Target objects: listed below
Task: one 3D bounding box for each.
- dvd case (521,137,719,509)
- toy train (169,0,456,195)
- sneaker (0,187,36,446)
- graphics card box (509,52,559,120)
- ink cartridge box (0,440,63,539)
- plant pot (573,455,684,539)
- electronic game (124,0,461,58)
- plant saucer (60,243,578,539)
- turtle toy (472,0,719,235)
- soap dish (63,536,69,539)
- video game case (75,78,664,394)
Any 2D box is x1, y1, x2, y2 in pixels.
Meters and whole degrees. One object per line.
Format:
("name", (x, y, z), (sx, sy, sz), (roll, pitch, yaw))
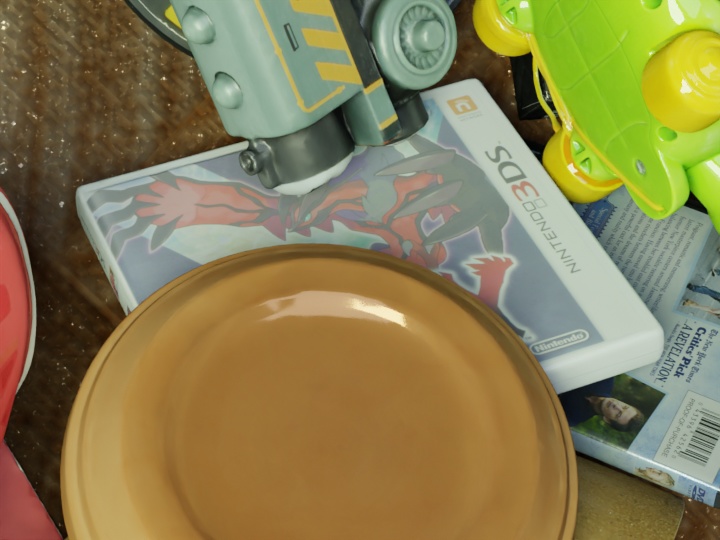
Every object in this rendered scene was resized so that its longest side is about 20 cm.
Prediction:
("dvd case", (0.097, 0.012, 0.936), (0.200, 0.018, 0.143), (21, 55, 17))
("toy train", (-0.036, -0.131, 0.893), (0.114, 0.085, 0.200), (-37, 117, -31))
("sneaker", (-0.149, 0.070, 0.757), (0.078, 0.116, 0.200), (-3, 119, -17))
("graphics card box", (0.167, -0.144, 1.021), (0.200, 0.051, 0.126), (-7, 85, -15))
("ink cartridge box", (-0.221, 0.114, 0.879), (0.175, 0.084, 0.200), (-32, 91, -16))
("plant pot", (0.006, 0.128, 0.894), (0.200, 0.186, 0.187), (30, 77, 4))
("electronic game", (-0.032, -0.186, 0.980), (0.200, 0.042, 0.200), (1, 85, -10))
("plant saucer", (-0.013, 0.071, 0.798), (0.200, 0.037, 0.200), (4, 58, -6))
("turtle toy", (0.139, -0.088, 0.911), (0.101, 0.146, 0.200), (-24, 85, -23))
("soap dish", (-0.084, 0.213, 0.800), (0.200, 0.081, 0.157), (42, 75, 6))
("video game case", (0.000, 0.000, 0.903), (0.200, 0.023, 0.182), (-17, 47, -17))
